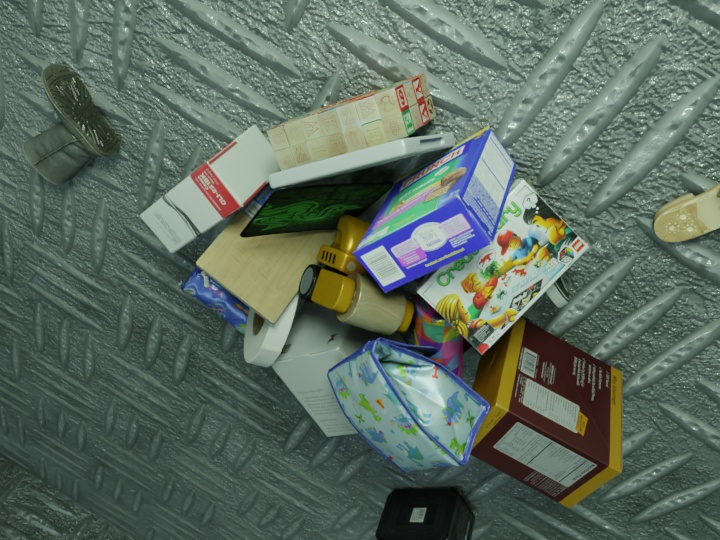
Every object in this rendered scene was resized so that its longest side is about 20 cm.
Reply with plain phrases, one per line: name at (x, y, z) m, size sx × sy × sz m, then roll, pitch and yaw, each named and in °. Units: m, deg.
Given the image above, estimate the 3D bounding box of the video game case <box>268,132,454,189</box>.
video game case at (0.006, -0.148, 0.743) m, size 0.197 × 0.182 × 0.022 m, roll -8°, pitch 101°, yaw 30°

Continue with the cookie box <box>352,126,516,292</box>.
cookie box at (0.102, -0.083, 0.731) m, size 0.170 × 0.201 × 0.075 m, roll -26°, pitch 111°, yaw 37°

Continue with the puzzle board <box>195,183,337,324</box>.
puzzle board at (-0.143, -0.035, 0.893) m, size 0.150 × 0.201 × 0.017 m, roll 38°, pitch 151°, yaw -7°

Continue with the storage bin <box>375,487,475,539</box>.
storage bin at (0.149, 0.589, 1.281) m, size 0.198 × 0.136 × 0.094 m, roll -18°, pitch 117°, yaw 35°

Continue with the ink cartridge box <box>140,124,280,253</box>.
ink cartridge box at (-0.238, -0.129, 0.894) m, size 0.199 × 0.145 × 0.084 m, roll -25°, pitch 112°, yaw 37°

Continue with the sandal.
sandal at (0.454, -0.081, 0.654) m, size 0.078 × 0.070 × 0.211 m, roll 44°, pitch 131°, yaw -13°

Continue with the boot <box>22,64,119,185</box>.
boot at (-0.548, -0.255, 1.004) m, size 0.198 × 0.073 × 0.184 m, roll -5°, pitch 122°, yaw 36°

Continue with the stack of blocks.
stack of blocks at (-0.012, -0.198, 0.747) m, size 0.198 × 0.115 × 0.059 m, roll -8°, pitch 112°, yaw 30°

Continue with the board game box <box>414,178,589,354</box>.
board game box at (0.185, -0.004, 0.738) m, size 0.126 × 0.035 × 0.200 m, roll 42°, pitch 98°, yaw -6°

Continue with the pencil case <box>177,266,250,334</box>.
pencil case at (-0.256, 0.061, 1.096) m, size 0.199 × 0.078 × 0.087 m, roll 37°, pitch 155°, yaw -7°

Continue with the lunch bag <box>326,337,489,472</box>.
lunch bag at (0.057, 0.189, 0.817) m, size 0.199 × 0.128 × 0.170 m, roll 39°, pitch 145°, yaw -7°

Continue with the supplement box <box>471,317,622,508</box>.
supplement box at (0.288, 0.219, 0.882) m, size 0.198 × 0.198 × 0.134 m, roll 28°, pitch 133°, yaw 3°

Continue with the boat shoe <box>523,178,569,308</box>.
boat shoe at (0.258, -0.035, 0.782) m, size 0.063 × 0.071 × 0.201 m, roll -29°, pitch 112°, yaw 14°

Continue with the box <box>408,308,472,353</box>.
box at (0.174, 0.053, 0.892) m, size 0.100 × 0.075 × 0.200 m, roll 35°, pitch 131°, yaw -5°

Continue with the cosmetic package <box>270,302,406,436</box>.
cosmetic package at (-0.025, 0.168, 1.012) m, size 0.163 × 0.166 × 0.201 m, roll -16°, pitch 118°, yaw 33°

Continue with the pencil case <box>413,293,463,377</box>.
pencil case at (0.122, 0.113, 0.859) m, size 0.087 × 0.089 × 0.202 m, roll 12°, pitch 133°, yaw 16°

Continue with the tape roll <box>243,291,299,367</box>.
tape roll at (-0.157, 0.066, 0.974) m, size 0.037 × 0.205 × 0.203 m, roll 17°, pitch 137°, yaw -22°

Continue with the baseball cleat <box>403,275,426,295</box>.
baseball cleat at (0.129, -0.019, 0.849) m, size 0.198 × 0.069 × 0.108 m, roll -15°, pitch 95°, yaw 44°

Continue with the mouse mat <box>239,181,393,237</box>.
mouse mat at (-0.064, -0.089, 0.818) m, size 0.161 × 0.198 × 0.008 m, roll -35°, pitch 68°, yaw 53°

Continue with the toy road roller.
toy road roller at (0.000, 0.000, 0.833) m, size 0.122 × 0.148 × 0.199 m, roll 20°, pitch -179°, yaw -27°
